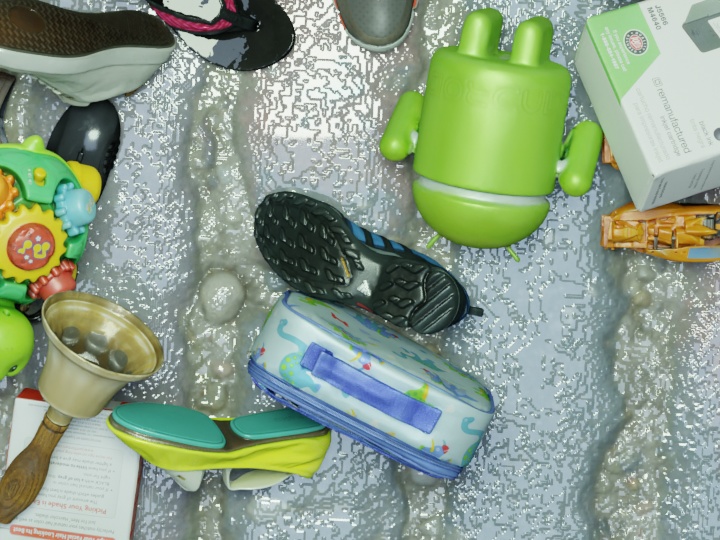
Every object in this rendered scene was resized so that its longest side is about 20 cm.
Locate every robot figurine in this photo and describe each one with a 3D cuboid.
[{"bbox_3d":[0.299,-0.065,1.674,0.200,0.058,0.145,0,93,1],"label":"robot figurine"},{"bbox_3d":[0.105,-0.108,1.637,0.175,0.116,0.200,10,103,11],"label":"robot figurine"}]

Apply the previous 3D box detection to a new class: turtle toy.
[{"bbox_3d":[-0.280,-0.011,1.613,0.146,0.101,0.200,9,104,-30],"label":"turtle toy"}]

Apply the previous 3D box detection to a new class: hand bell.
[{"bbox_3d":[-0.247,0.125,1.617,0.104,0.104,0.200,31,114,-3],"label":"hand bell"}]

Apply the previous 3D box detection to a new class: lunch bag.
[{"bbox_3d":[0.007,0.091,1.639,0.200,0.161,0.083,27,95,-3],"label":"lunch bag"}]

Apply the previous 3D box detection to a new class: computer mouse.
[{"bbox_3d":[-0.248,-0.049,1.689,0.059,0.034,0.200,17,96,-2],"label":"computer mouse"}]

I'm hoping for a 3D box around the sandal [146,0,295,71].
[{"bbox_3d":[-0.144,-0.231,1.666,0.200,0.045,0.075,36,94,-3],"label":"sandal"}]

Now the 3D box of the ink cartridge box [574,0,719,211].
[{"bbox_3d":[0.292,-0.152,1.617,0.200,0.084,0.146,-19,71,-8],"label":"ink cartridge box"}]

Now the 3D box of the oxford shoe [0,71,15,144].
[{"bbox_3d":[-0.316,-0.068,1.670,0.073,0.071,0.200,1,95,-4],"label":"oxford shoe"}]

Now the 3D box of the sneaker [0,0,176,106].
[{"bbox_3d":[-0.240,-0.162,1.609,0.085,0.200,0.073,-50,58,32],"label":"sneaker"}]

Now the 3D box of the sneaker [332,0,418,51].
[{"bbox_3d":[0.010,-0.278,1.643,0.077,0.082,0.200,-1,95,0],"label":"sneaker"}]

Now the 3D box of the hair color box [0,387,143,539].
[{"bbox_3d":[-0.244,0.206,1.699,0.111,0.064,0.200,8,94,-2],"label":"hair color box"}]

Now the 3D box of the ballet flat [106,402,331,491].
[{"bbox_3d":[-0.117,0.150,1.668,0.200,0.067,0.067,3,115,-28],"label":"ballet flat"}]

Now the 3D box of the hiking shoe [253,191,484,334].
[{"bbox_3d":[0.000,0.000,1.676,0.200,0.087,0.074,30,96,21],"label":"hiking shoe"}]
